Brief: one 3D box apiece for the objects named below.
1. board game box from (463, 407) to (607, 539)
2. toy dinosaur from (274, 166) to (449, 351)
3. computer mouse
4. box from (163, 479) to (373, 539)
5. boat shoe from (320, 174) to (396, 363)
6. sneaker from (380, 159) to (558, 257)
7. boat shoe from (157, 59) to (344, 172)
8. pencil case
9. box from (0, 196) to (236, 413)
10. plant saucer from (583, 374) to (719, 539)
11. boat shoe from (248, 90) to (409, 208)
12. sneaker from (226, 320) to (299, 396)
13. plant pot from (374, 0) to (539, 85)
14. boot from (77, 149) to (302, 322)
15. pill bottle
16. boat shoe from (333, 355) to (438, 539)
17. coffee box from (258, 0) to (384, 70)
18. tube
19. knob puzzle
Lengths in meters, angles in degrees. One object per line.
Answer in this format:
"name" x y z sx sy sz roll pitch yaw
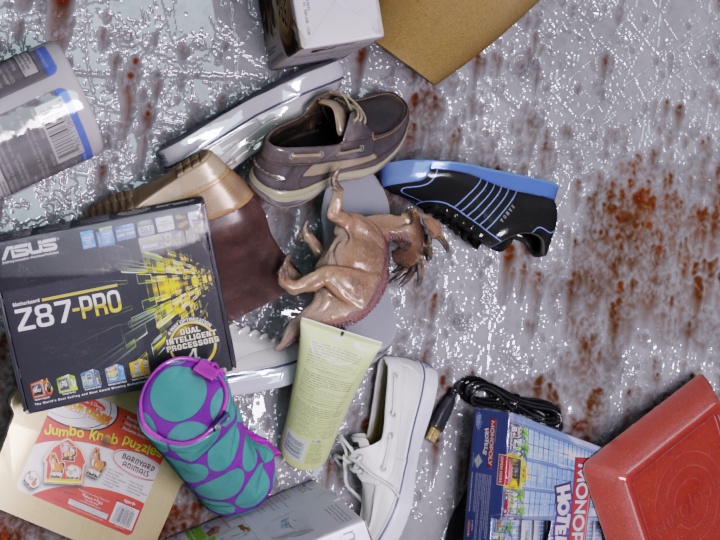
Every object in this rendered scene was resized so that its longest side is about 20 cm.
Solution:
"board game box" 0.201 0.245 1.462 0.198 0.061 0.202 6 87 -33
"toy dinosaur" 0.000 0.000 1.348 0.135 0.086 0.201 30 71 -4
"computer mouse" 0.124 0.210 1.480 0.140 0.046 0.201 27 85 -15
"box" -0.085 0.283 1.349 0.175 0.200 0.097 -20 97 -14
"boat shoe" -0.003 -0.002 1.429 0.070 0.070 0.202 -5 68 -12
"sneaker" 0.111 -0.063 1.455 0.198 0.070 0.079 8 83 -19
"boat shoe" -0.097 -0.136 1.402 0.199 0.072 0.066 -31 103 -11
"pencil case" -0.136 0.156 1.333 0.092 0.200 0.085 -43 63 -13
"box" -0.224 0.030 1.313 0.198 0.049 0.163 -10 102 -7
"plant saucer" 0.334 0.241 1.497 0.199 0.037 0.201 -30 109 -31
"boat shoe" -0.021 -0.128 1.377 0.074 0.074 0.200 37 49 22
"sneaker" -0.116 0.083 1.397 0.198 0.073 0.071 -11 93 -21
"plant pot" 0.092 -0.289 1.405 0.186 0.186 0.201 35 96 -13
"boot" -0.175 -0.007 1.382 0.199 0.073 0.167 -27 118 11
"pill bottle" -0.346 -0.119 1.314 0.199 0.114 0.115 -26 98 -12
"boat shoe" 0.012 0.182 1.433 0.085 0.075 0.204 18 84 -20
"coffee box" -0.043 -0.256 1.345 0.079 0.200 0.114 -10 95 -11
"tube" -0.035 0.116 1.366 0.058 0.201 0.052 -17 57 -26
"knob puzzle" -0.249 0.158 1.387 0.218 0.030 0.222 2 86 -28
